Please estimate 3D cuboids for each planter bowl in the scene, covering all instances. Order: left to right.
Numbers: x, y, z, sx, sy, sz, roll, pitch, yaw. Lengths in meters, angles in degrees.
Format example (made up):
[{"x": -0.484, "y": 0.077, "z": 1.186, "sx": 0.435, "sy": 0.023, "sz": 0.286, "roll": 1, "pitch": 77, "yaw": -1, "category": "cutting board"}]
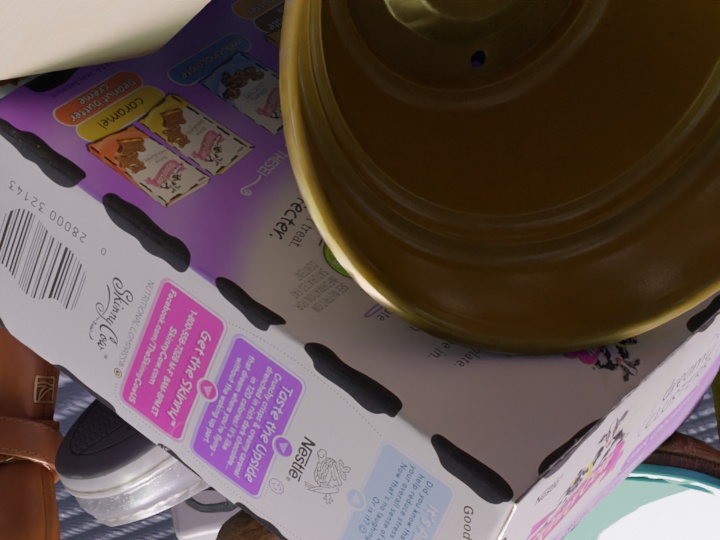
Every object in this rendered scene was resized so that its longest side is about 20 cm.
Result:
[{"x": 0.050, "y": -0.083, "z": 0.859, "sx": 0.200, "sy": 0.201, "sz": 0.083, "roll": -3, "pitch": -158, "yaw": -27, "category": "planter bowl"}]

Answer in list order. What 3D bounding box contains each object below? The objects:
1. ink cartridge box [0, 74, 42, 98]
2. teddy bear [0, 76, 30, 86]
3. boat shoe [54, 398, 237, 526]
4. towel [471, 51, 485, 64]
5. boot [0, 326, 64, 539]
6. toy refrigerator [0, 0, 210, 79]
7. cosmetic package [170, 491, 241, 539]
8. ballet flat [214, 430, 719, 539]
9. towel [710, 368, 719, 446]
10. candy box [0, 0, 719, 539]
[{"x": -0.144, "y": -0.049, "z": 1.099, "sx": 0.199, "sy": 0.041, "sz": 0.199, "roll": -1, "pitch": 166, "yaw": -35, "category": "ink cartridge box"}, {"x": -0.190, "y": -0.042, "z": 0.940, "sx": 0.199, "sy": 0.145, "sz": 0.067, "roll": -10, "pitch": -147, "yaw": 28, "category": "teddy bear"}, {"x": -0.017, "y": 0.043, "z": 1.023, "sx": 0.074, "sy": 0.065, "sz": 0.202, "roll": -7, "pitch": -164, "yaw": 45, "category": "boat shoe"}, {"x": 0.080, "y": -0.083, "z": 0.976, "sx": 0.200, "sy": 0.112, "sz": 0.049, "roll": -19, "pitch": -156, "yaw": 42, "category": "towel"}, {"x": -0.184, "y": 0.046, "z": 1.035, "sx": 0.199, "sy": 0.155, "sz": 0.074, "roll": -19, "pitch": 164, "yaw": 37, "category": "boot"}, {"x": -0.064, "y": -0.114, "z": 0.784, "sx": 0.076, "sy": 0.070, "sz": 0.200, "roll": -11, "pitch": 171, "yaw": -25, "category": "toy refrigerator"}, {"x": 0.011, "y": 0.032, "z": 1.296, "sx": 0.199, "sy": 0.167, "sz": 0.167, "roll": -7, "pitch": 169, "yaw": -3, "category": "cosmetic package"}, {"x": 0.035, "y": 0.081, "z": 1.008, "sx": 0.199, "sy": 0.072, "sz": 0.068, "roll": -19, "pitch": 124, "yaw": 13, "category": "ballet flat"}, {"x": 0.143, "y": -0.033, "z": 0.990, "sx": 0.086, "sy": 0.201, "sz": 0.018, "roll": -18, "pitch": 164, "yaw": 38, "category": "towel"}, {"x": 0.000, "y": 0.000, "z": 0.920, "sx": 0.168, "sy": 0.200, "sz": 0.072, "roll": -36, "pitch": 156, "yaw": -48, "category": "candy box"}]
